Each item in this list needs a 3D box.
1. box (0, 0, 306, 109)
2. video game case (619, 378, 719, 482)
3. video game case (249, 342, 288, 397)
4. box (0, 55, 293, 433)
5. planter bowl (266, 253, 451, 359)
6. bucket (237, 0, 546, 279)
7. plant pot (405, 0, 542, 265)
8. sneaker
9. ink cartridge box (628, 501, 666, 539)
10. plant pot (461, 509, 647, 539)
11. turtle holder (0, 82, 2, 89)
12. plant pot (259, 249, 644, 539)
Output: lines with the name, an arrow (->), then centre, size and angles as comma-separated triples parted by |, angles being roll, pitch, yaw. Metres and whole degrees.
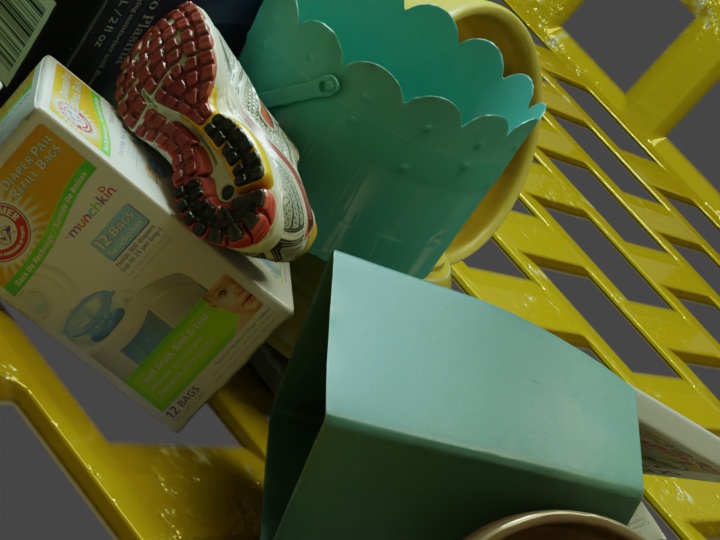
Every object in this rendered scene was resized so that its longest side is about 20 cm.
box -> -0.159, -0.162, 1.538 | 0.123, 0.200, 0.198 | 47, 27, 25
video game case -> 0.134, 0.098, 1.524 | 0.181, 0.023, 0.200 | 3, -18, 39
video game case -> -0.046, 0.040, 1.688 | 0.182, 0.022, 0.200 | 51, 18, 27
box -> -0.151, -0.017, 1.405 | 0.200, 0.113, 0.101 | 40, 15, -18
planter bowl -> 0.000, 0.000, 1.593 | 0.200, 0.084, 0.201 | 28, 23, -13
bucket -> 0.002, -0.098, 1.501 | 0.206, 0.135, 0.207 | 28, 20, -11
plant pot -> 0.006, -0.122, 1.756 | 0.188, 0.202, 0.200 | 20, 0, 36
sneaker -> -0.087, -0.079, 1.403 | 0.082, 0.078, 0.201 | 32, 28, -49
ink cartridge box -> 0.196, 0.243, 1.523 | 0.177, 0.045, 0.201 | -119, -173, -46
plant pot -> 0.093, 0.236, 1.300 | 0.201, 0.201, 0.093 | 38, -21, -19
turtle holder -> -0.284, -0.113, 1.331 | 0.132, 0.185, 0.141 | 40, 48, -9
plant pot -> 0.056, 0.107, 1.356 | 0.199, 0.142, 0.142 | 15, 41, -10
